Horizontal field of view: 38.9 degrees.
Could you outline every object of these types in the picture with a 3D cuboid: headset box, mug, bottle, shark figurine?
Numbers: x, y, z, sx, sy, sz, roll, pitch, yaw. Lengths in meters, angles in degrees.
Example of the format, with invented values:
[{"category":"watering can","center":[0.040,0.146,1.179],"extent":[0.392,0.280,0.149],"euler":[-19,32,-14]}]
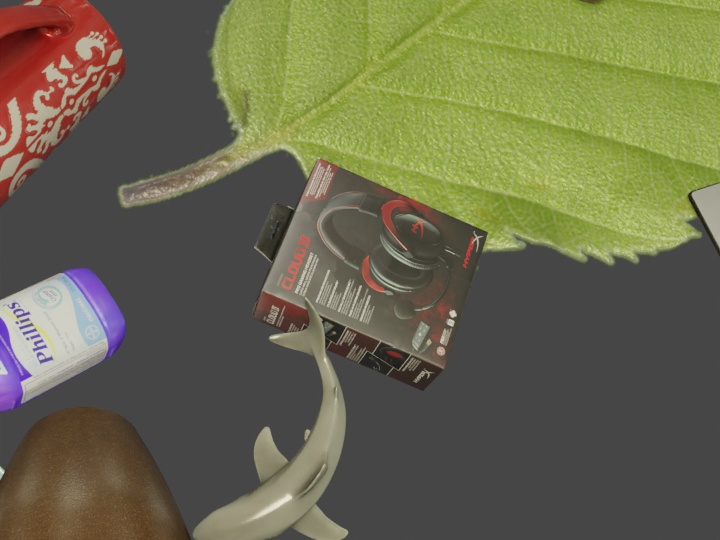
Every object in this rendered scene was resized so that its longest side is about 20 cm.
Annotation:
[{"category":"headset box","center":[0.000,0.000,0.948],"extent":[0.198,0.075,0.150],"euler":[24,64,-3]},{"category":"mug","center":[-0.301,-0.155,0.895],"extent":[0.134,0.177,0.201],"euler":[51,57,-20]},{"category":"bottle","center":[-0.292,0.070,0.830],"extent":[0.199,0.065,0.084],"euler":[-29,75,-37]},{"category":"shark figurine","center":[-0.042,0.145,0.860],"extent":[0.127,0.090,0.217],"euler":[23,73,-7]}]

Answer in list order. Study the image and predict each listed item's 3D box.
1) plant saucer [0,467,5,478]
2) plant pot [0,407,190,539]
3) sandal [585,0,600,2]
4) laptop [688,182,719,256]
[{"category":"plant saucer","center":[-0.345,0.219,0.765],"extent":[0.199,0.039,0.203],"euler":[24,46,-27]},{"category":"plant pot","center":[-0.205,0.206,0.745],"extent":[0.184,0.189,0.201],"euler":[-3,39,-15]},{"category":"sandal","center":[0.208,-0.394,1.183],"extent":[0.211,0.078,0.070],"euler":[34,43,-5]},{"category":"laptop","center":[0.489,-0.049,1.068],"extent":[0.198,0.116,0.189],"euler":[-17,71,-20]}]
